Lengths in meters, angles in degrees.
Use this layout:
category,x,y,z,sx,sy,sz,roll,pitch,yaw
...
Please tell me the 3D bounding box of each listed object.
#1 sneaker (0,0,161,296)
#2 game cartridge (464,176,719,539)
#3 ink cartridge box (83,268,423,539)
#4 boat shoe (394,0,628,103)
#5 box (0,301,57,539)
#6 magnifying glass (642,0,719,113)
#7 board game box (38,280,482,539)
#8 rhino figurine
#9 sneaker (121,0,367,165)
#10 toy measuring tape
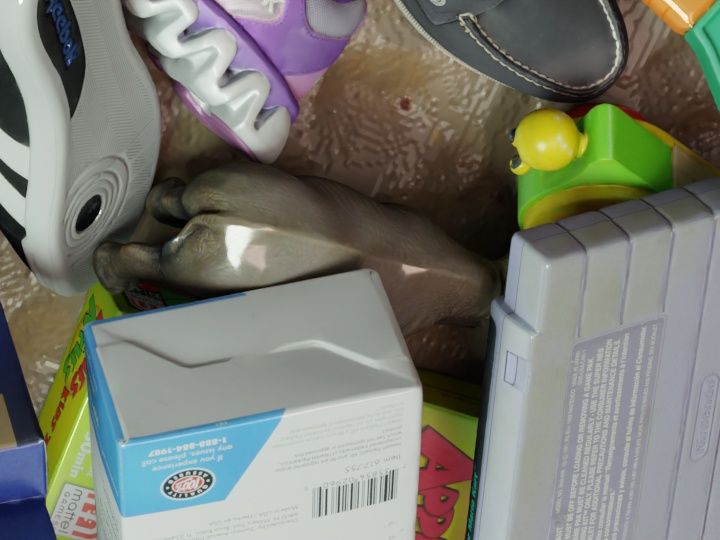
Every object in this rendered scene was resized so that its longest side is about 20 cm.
category,x,y,z,sx,sy,sz,roll,pitch,yaw
sneaker,-0.141,-0.082,1.019,0.073,0.111,0.201,-49,156,-30
game cartridge,0.105,0.061,1.102,0.129,0.038,0.201,-12,125,-26
ink cartridge box,-0.042,0.102,1.047,0.115,0.068,0.201,-10,135,-13
boat shoe,0.040,-0.129,1.056,0.073,0.063,0.200,-45,117,3
box,-0.184,0.039,0.974,0.120,0.200,0.033,-9,130,-15
magnifying glass,0.146,-0.084,1.034,0.200,0.022,0.080,43,82,2
board game box,-0.032,0.080,1.125,0.199,0.048,0.102,18,104,-23
rhino figurine,0.000,0.000,1.072,0.199,0.087,0.060,13,78,-36
sneaker,-0.066,-0.137,1.016,0.088,0.080,0.200,-41,123,-5
toy measuring tape,0.121,-0.017,1.136,0.200,0.074,0.074,31,100,-44
